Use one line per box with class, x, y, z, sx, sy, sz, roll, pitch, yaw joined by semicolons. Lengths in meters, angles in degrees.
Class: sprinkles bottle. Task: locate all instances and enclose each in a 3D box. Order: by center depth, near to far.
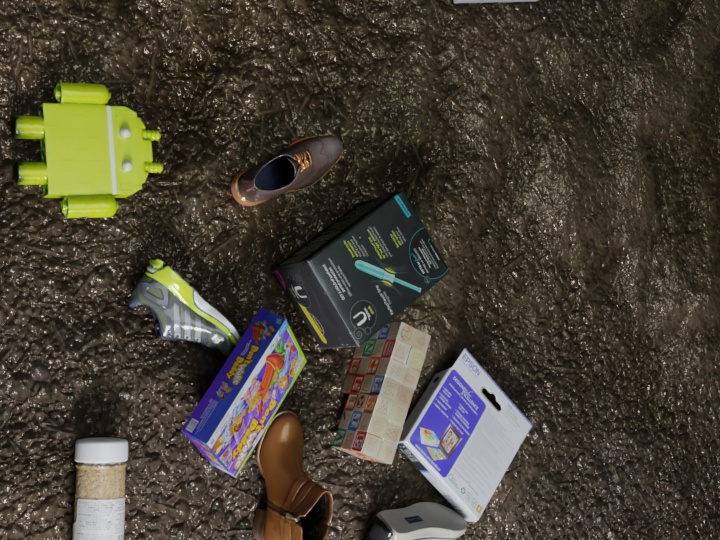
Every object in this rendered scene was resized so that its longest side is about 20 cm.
sprinkles bottle;-0.339;0.320;1.271;0.068;0.068;0.202;4;83;-30

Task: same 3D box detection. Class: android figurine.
android figurine;-0.365;-0.161;1.323;0.199;0.041;0.184;-1;85;-29

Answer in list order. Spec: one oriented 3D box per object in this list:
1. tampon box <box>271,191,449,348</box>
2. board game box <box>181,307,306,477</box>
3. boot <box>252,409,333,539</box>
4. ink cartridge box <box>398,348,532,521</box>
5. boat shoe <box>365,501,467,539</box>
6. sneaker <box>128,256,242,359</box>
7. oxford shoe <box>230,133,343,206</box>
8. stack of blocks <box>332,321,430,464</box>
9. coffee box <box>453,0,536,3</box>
tampon box;0.000;0.000;1.473;0.200;0.126;0.151;-37;103;-27
board game box;-0.156;0.171;1.365;0.201;0.045;0.135;-59;156;-22
boot;-0.092;0.297;1.371;0.076;0.155;0.202;21;75;-27
ink cartridge box;0.170;0.265;1.594;0.198;0.043;0.200;49;59;-18
boat shoe;0.078;0.420;1.521;0.199;0.075;0.093;11;112;-43
sneaker;-0.239;0.074;1.365;0.200;0.074;0.081;45;79;-16
oxford shoe;-0.095;-0.153;1.463;0.199;0.073;0.072;-33;101;-29
stack of blocks;0.025;0.181;1.477;0.058;0.115;0.201;26;73;-26
coffee box;0.270;-0.579;1.652;0.198;0.197;0.202;-12;91;-31
